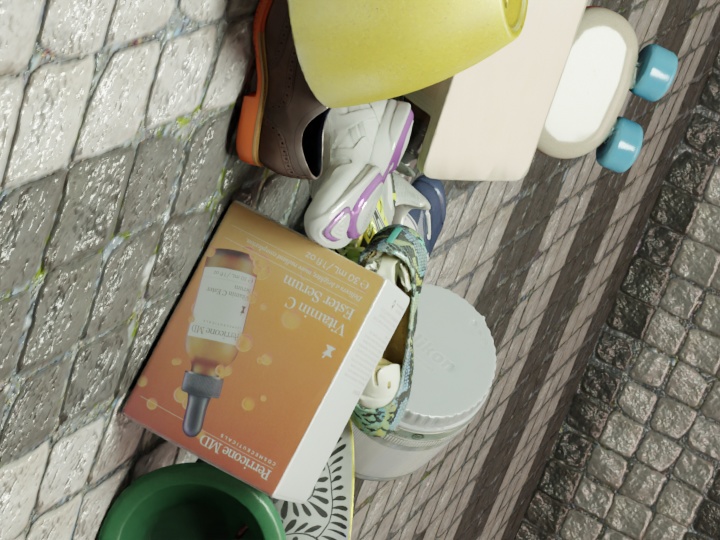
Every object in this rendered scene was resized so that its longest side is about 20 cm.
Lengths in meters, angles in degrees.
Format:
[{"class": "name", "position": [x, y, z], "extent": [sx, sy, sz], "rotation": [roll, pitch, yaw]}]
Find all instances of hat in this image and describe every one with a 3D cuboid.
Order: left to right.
[{"class": "hat", "position": [-0.154, 0.241, 1.583], "extent": [0.176, 0.165, 0.201], "rotation": [-103, -151, -76]}]

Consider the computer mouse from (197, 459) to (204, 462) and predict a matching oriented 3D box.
[{"class": "computer mouse", "position": [-0.166, 0.271, 1.662], "extent": [0.200, 0.046, 0.141], "rotation": [-55, 161, -28]}]

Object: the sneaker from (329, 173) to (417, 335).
[{"class": "sneaker", "position": [-0.003, -0.016, 1.586], "extent": [0.076, 0.075, 0.201], "rotation": [1, 74, -60]}]

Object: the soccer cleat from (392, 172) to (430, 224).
[{"class": "soccer cleat", "position": [0.000, 0.000, 1.690], "extent": [0.200, 0.086, 0.070], "rotation": [-66, 164, 8]}]

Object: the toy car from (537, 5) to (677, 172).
[{"class": "toy car", "position": [0.237, -0.228, 2.022], "extent": [0.200, 0.184, 0.177], "rotation": [-117, -130, -74]}]

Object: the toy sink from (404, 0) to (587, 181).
[{"class": "toy sink", "position": [0.104, -0.196, 1.595], "extent": [0.130, 0.112, 0.200], "rotation": [-1, 118, -36]}]

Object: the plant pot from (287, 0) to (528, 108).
[{"class": "plant pot", "position": [0.045, -0.220, 1.270], "extent": [0.200, 0.142, 0.201], "rotation": [1, 90, -72]}]

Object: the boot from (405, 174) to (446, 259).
[{"class": "boot", "position": [0.052, -0.006, 1.864], "extent": [0.090, 0.073, 0.200], "rotation": [-43, 154, -38]}]

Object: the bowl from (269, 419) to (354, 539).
[{"class": "bowl", "position": [-0.068, 0.224, 1.646], "extent": [0.201, 0.094, 0.201], "rotation": [-175, -90, -80]}]

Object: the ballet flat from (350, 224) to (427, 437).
[{"class": "ballet flat", "position": [0.013, 0.059, 1.530], "extent": [0.074, 0.074, 0.201], "rotation": [-27, 126, -64]}]

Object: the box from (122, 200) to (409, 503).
[{"class": "box", "position": [-0.076, 0.070, 1.441], "extent": [0.200, 0.152, 0.106], "rotation": [-63, 165, -4]}]

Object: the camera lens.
[{"class": "camera lens", "position": [0.037, 0.117, 1.780], "extent": [0.160, 0.160, 0.200], "rotation": [-54, -179, -30]}]

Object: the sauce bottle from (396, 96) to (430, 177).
[{"class": "sauce bottle", "position": [0.083, -0.187, 1.706], "extent": [0.200, 0.065, 0.065], "rotation": [-59, 164, -11]}]

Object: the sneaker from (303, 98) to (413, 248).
[{"class": "sneaker", "position": [-0.024, -0.087, 1.434], "extent": [0.200, 0.099, 0.075], "rotation": [-64, 176, -54]}]

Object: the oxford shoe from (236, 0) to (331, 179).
[{"class": "oxford shoe", "position": [-0.040, -0.163, 1.329], "extent": [0.071, 0.072, 0.200], "rotation": [-42, 149, -50]}]
